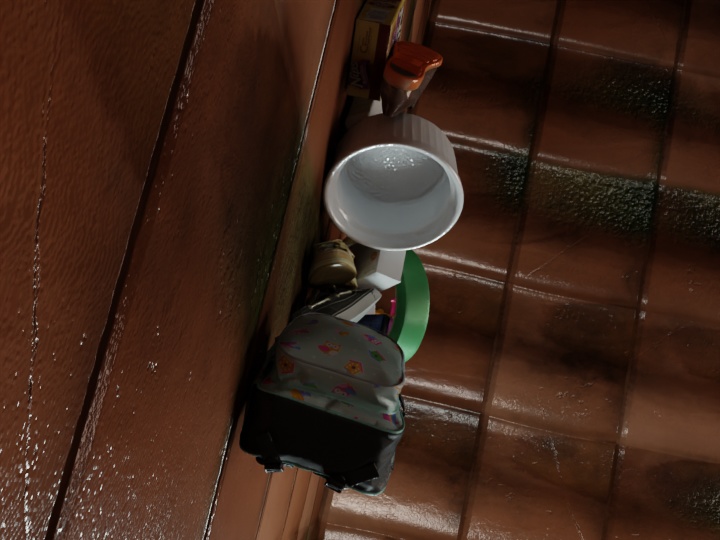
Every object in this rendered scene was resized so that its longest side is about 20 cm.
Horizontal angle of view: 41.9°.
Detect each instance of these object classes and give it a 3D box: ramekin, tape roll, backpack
[{"bbox_3d":[0.048,-0.133,1.368,0.098,0.200,0.201,-85,-177,-46],"label":"ramekin"},{"bbox_3d":[0.040,0.055,1.551,0.200,0.048,0.201,-13,-105,58],"label":"tape roll"},{"bbox_3d":[-0.034,0.134,1.048,0.200,0.176,0.153,-83,-171,-79],"label":"backpack"}]

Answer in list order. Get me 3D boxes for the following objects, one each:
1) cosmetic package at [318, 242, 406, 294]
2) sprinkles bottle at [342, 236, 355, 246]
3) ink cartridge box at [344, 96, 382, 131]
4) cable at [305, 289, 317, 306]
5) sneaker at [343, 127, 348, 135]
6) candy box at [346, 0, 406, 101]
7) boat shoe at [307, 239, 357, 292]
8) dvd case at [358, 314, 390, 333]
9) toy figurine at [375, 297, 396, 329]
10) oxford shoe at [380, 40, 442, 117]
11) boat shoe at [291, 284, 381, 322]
[{"bbox_3d":[0.000,0.000,1.512,0.200,0.051,0.083,-29,-134,56],"label":"cosmetic package"},{"bbox_3d":[-0.021,0.000,1.736,0.200,0.068,0.068,-72,173,-64],"label":"sprinkles bottle"},{"bbox_3d":[0.054,-0.212,1.487,0.200,0.045,0.176,57,34,-36],"label":"ink cartridge box"},{"bbox_3d":[-0.062,0.111,1.369,0.050,0.097,0.200,-30,-160,32],"label":"cable"},{"bbox_3d":[-0.002,-0.145,1.509,0.074,0.083,0.200,-68,152,-45],"label":"sneaker"},{"bbox_3d":[0.027,-0.348,1.410,0.200,0.056,0.117,-75,176,-56],"label":"candy box"},{"bbox_3d":[-0.044,-0.010,1.375,0.200,0.074,0.066,87,-8,-80],"label":"boat shoe"},{"bbox_3d":[-0.037,0.159,1.457,0.018,0.143,0.200,51,44,-48],"label":"dvd case"},{"bbox_3d":[0.023,0.095,1.816,0.200,0.184,0.150,-73,174,-53],"label":"toy figurine"},{"bbox_3d":[0.066,-0.279,1.360,0.200,0.071,0.073,-53,166,-58],"label":"oxford shoe"},{"bbox_3d":[-0.032,0.051,1.344,0.071,0.064,0.200,-46,172,25],"label":"boat shoe"}]
